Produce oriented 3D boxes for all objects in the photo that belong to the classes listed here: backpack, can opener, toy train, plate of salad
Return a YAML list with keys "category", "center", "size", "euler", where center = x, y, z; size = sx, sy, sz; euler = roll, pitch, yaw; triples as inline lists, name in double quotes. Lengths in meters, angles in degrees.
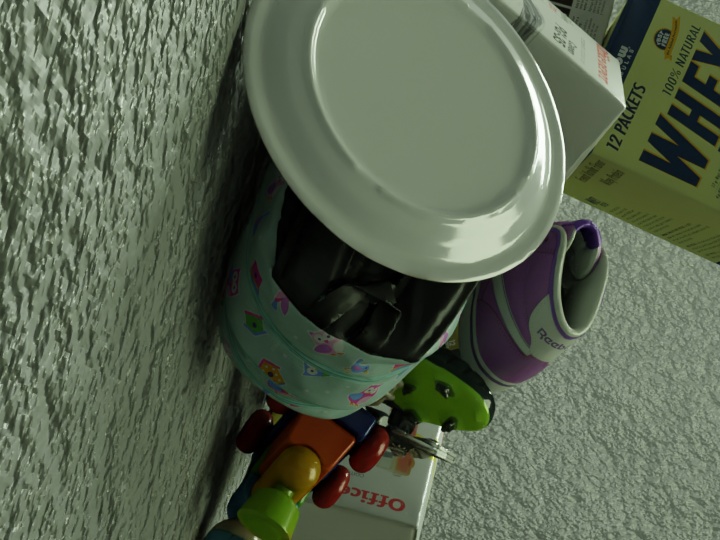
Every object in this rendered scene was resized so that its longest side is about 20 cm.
- category: "backpack"
  center: [0.005, -0.013, 0.741]
  size: [0.127, 0.166, 0.200]
  euler: [-56, -173, 51]
- category: "can opener"
  center: [0.004, 0.098, 0.950]
  size: [0.200, 0.053, 0.067]
  euler: [14, -103, 55]
- category: "toy train"
  center: [-0.038, 0.125, 0.828]
  size: [0.116, 0.085, 0.200]
  euler: [-56, -177, -38]
- category: "plate of salad"
  center: [0.024, -0.084, 0.678]
  size: [0.048, 0.200, 0.201]
  euler: [-35, -147, 52]

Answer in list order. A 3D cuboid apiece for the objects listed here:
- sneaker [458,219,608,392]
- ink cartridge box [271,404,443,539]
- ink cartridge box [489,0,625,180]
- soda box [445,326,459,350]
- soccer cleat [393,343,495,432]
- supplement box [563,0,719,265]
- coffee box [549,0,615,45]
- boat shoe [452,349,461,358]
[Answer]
- category: "sneaker"
  center: [0.122, -0.026, 0.875]
  size: [0.114, 0.072, 0.201]
  euler: [-40, -138, 44]
- category: "ink cartridge box"
  center: [-0.006, 0.152, 1.092]
  size: [0.200, 0.145, 0.084]
  euler: [-72, 172, -48]
- category: "ink cartridge box"
  center: [0.078, -0.158, 0.860]
  size: [0.083, 0.200, 0.147]
  euler: [-49, -173, 22]
- category: "soda box"
  center: [0.076, -0.040, 1.020]
  size: [0.068, 0.064, 0.201]
  euler: [-115, -165, -58]
- category: "soccer cleat"
  center: [0.021, 0.044, 0.874]
  size: [0.081, 0.200, 0.068]
  euler: [-36, 135, -31]
- category: "supplement box"
  center: [0.271, -0.107, 1.056]
  size: [0.200, 0.199, 0.135]
  euler: [83, 32, -85]
- category: "coffee box"
  center: [0.110, -0.243, 1.063]
  size: [0.113, 0.199, 0.080]
  euler: [-52, 158, -81]
- category: "boat shoe"
  center: [0.059, 0.017, 1.150]
  size: [0.071, 0.200, 0.091]
  euler: [-52, 170, -42]
